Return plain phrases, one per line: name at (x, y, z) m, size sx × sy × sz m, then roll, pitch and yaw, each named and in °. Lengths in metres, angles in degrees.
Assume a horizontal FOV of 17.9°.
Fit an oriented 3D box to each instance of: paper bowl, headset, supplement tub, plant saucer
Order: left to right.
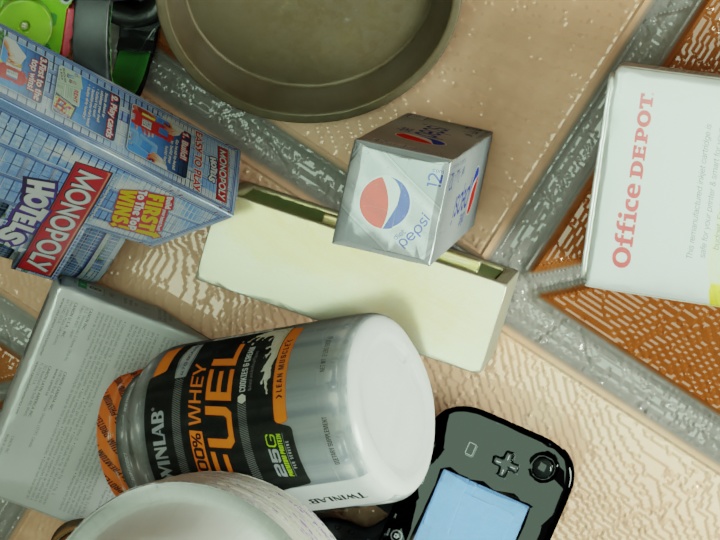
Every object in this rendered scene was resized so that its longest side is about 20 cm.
headset at (-0.141, -0.201, 1.505) m, size 0.094 × 0.124 × 0.201 m, roll 5°, pitch 78°, yaw 9°
paper bowl at (-0.104, 0.226, 1.384) m, size 0.200 × 0.104 × 0.201 m, roll 0°, pitch 91°, yaw 19°
supplement tub at (-0.063, 0.100, 1.479) m, size 0.200 × 0.122 × 0.123 m, roll -11°, pitch 95°, yaw 28°
plant saucer at (-0.034, -0.185, 1.486) m, size 0.200 × 0.030 × 0.200 m, roll -2°, pitch 127°, yaw -2°

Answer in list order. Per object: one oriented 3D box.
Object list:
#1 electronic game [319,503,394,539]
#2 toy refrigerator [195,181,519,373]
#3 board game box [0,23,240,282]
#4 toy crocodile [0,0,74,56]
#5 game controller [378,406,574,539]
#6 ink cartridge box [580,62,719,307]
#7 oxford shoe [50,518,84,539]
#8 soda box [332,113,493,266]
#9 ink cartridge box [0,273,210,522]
electronic game at (-0.021, 0.209, 1.566) m, size 0.199 × 0.042 × 0.201 m, roll 1°, pitch 100°, yaw 7°
toy refrigerator at (0.000, 0.000, 1.523) m, size 0.200 × 0.076 × 0.070 m, roll 19°, pitch 100°, yaw 8°
board game box at (-0.190, -0.057, 1.490) m, size 0.199 × 0.062 × 0.200 m, roll 18°, pitch 141°, yaw -16°
toy crocodile at (-0.223, -0.135, 1.552) m, size 0.062 × 0.068 × 0.200 m, roll 10°, pitch 102°, yaw -10°
game controller at (0.063, 0.192, 1.521) m, size 0.104 × 0.042 × 0.200 m, roll 22°, pitch 97°, yaw -4°
ink cartridge box at (0.252, -0.050, 1.465) m, size 0.199 × 0.083 × 0.146 m, roll 9°, pitch 99°, yaw 9°
oxford shoe at (-0.162, 0.206, 1.531) m, size 0.071 × 0.200 × 0.071 m, roll 21°, pitch 72°, yaw -26°
soda box at (0.036, -0.054, 1.445) m, size 0.063 × 0.200 × 0.068 m, roll 13°, pitch 101°, yaw 8°
ink cartridge box at (-0.147, 0.110, 1.590) m, size 0.200 × 0.050 × 0.161 m, roll 21°, pitch 102°, yaw -12°
